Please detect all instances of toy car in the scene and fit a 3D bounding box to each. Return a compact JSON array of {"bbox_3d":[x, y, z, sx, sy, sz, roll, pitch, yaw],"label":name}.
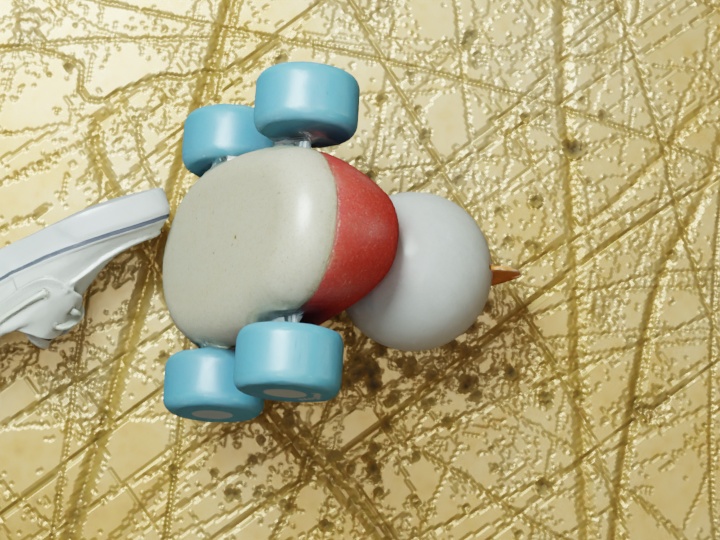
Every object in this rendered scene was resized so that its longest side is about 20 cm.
[{"bbox_3d":[0.000,0.000,1.134,0.199,0.177,0.186,12,72,-30],"label":"toy car"}]

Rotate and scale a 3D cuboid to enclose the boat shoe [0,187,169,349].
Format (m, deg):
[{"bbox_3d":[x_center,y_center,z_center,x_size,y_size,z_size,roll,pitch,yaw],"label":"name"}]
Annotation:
[{"bbox_3d":[-0.199,0.015,1.145,0.199,0.072,0.066,-26,94,-2],"label":"boat shoe"}]
